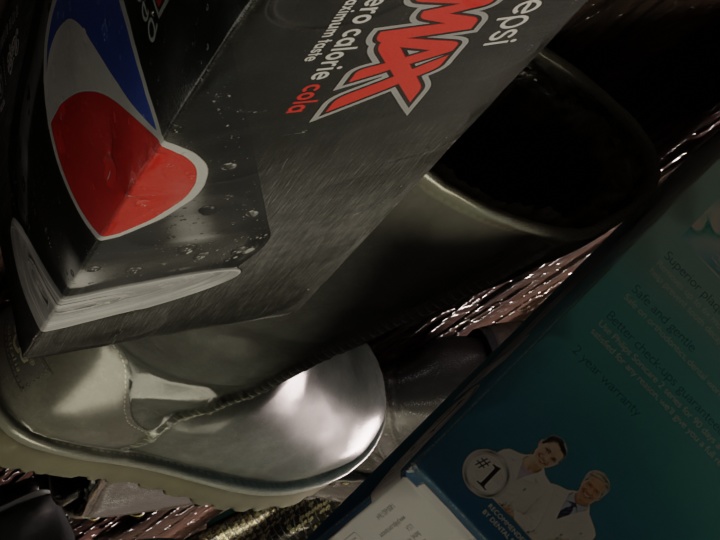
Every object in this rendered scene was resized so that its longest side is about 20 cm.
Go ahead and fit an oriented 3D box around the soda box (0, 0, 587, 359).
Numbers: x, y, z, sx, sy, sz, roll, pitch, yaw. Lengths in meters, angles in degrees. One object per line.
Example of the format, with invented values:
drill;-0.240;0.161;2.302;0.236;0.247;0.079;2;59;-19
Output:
soda box;-0.021;-0.046;0.439;0.070;0.064;0.200;-9;163;-22

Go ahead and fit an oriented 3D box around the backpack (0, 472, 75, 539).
backpack;-0.204;0.168;0.889;0.198;0.152;0.178;-6;162;-11

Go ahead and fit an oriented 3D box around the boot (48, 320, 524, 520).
boot;-0.029;0.065;0.858;0.173;0.070;0.200;-6;159;-12

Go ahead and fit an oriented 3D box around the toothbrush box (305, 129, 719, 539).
toothbrush box;0.082;0.035;0.628;0.200;0.085;0.146;-44;178;-27

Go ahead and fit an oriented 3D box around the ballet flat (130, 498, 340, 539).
ballet flat;-0.068;0.140;1.039;0.198;0.076;0.068;-17;166;9

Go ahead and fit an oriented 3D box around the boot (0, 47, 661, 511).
boot;0.001;0.002;0.652;0.200;0.073;0.181;-35;158;35
